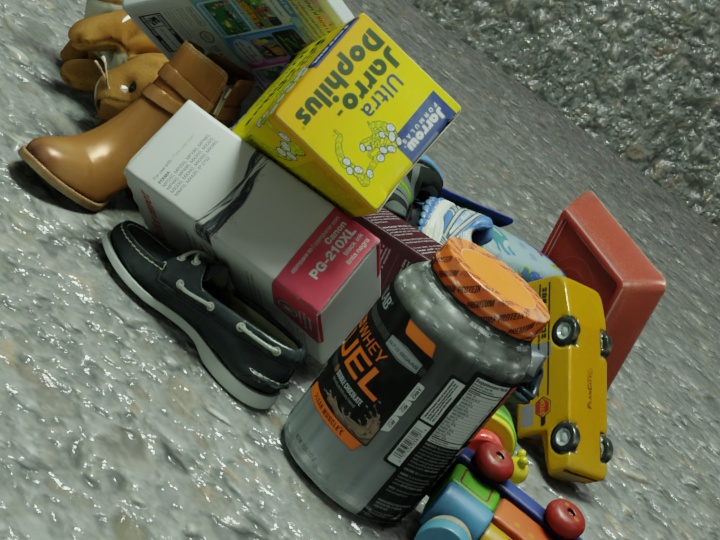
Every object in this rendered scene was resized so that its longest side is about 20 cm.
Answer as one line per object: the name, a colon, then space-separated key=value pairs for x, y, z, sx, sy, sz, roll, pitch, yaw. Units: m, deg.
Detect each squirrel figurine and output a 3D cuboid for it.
squirrel figurine: x=-0.187 y=-0.202 z=1.443 sx=0.199 sy=0.142 sz=0.187 roll=3 pitch=41 yaw=-27

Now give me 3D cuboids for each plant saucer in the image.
plant saucer: x=0.229 y=0.040 z=1.613 sx=0.037 sy=0.200 sz=0.200 roll=13 pitch=27 yaw=-26

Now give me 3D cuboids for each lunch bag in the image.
lunch bag: x=0.097 y=-0.017 z=1.625 sx=0.170 sy=0.128 sz=0.200 roll=20 pitch=13 yaw=-40

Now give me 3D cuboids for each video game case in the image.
video game case: x=-0.081 y=-0.194 z=1.311 sx=0.200 sy=0.182 sz=0.024 roll=48 pitch=44 yaw=-50

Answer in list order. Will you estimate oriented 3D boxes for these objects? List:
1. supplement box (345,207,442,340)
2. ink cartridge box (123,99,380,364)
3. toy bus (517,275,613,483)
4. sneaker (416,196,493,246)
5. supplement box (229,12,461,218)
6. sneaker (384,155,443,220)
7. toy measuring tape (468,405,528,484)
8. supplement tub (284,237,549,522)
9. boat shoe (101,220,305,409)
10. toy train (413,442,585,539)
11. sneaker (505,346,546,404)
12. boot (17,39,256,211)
supplement box: x=0.000 y=0.000 z=1.323 sx=0.200 sy=0.109 sz=0.061 roll=34 pitch=21 yaw=26
ink cartridge box: x=-0.085 y=-0.030 z=1.222 sx=0.200 sy=0.084 sz=0.145 roll=37 pitch=-15 yaw=12
toy bus: x=0.199 y=0.108 z=1.473 sx=0.065 sy=0.078 sz=0.201 roll=23 pitch=62 yaw=-41
sneaker: x=0.085 y=0.015 z=1.427 sx=0.085 sy=0.077 sz=0.200 roll=10 pitch=57 yaw=8
supplement box: x=-0.023 y=-0.115 z=1.200 sx=0.109 sy=0.109 sz=0.200 roll=42 pitch=-13 yaw=-13
sneaker: x=0.018 y=-0.071 z=1.462 sx=0.199 sy=0.071 sz=0.083 roll=-11 pitch=86 yaw=-59
toy measuring tape: x=0.070 y=0.123 z=1.285 sx=0.200 sy=0.074 sz=0.074 roll=33 pitch=18 yaw=-16
supplement tub: x=0.044 y=0.081 z=1.120 sx=0.122 sy=0.200 sz=0.123 roll=34 pitch=17 yaw=-12
boat shoe: x=-0.122 y=0.020 z=1.177 sx=0.200 sy=0.060 sz=0.076 roll=43 pitch=18 yaw=14
toy train: x=0.129 y=0.231 z=1.126 sx=0.200 sy=0.085 sz=0.116 roll=39 pitch=28 yaw=1
sneaker: x=0.121 y=0.098 z=1.347 sx=0.081 sy=0.074 sz=0.200 roll=21 pitch=-11 yaw=8
boot: x=-0.186 y=-0.129 z=1.266 sx=0.074 sy=0.155 sz=0.200 roll=46 pitch=19 yaw=23
